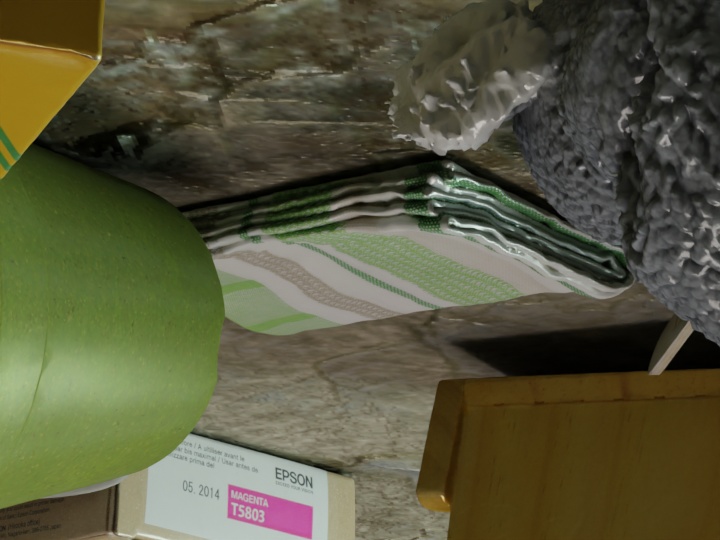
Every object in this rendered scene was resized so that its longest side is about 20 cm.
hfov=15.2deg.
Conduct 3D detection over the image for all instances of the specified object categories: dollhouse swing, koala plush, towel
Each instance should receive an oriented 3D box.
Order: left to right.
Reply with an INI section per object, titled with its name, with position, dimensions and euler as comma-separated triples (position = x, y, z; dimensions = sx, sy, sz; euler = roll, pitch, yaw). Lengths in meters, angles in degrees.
[towel]
position = 0.000, 0.000, 1.175
dimensions = 0.199, 0.031, 0.149
euler = -10, 158, 38
[dollhouse swing]
position = 0.146, 0.140, 1.312
dimensions = 0.199, 0.177, 0.182
euler = -4, 170, 30
[koala plush]
position = 0.105, -0.054, 0.776
dimensions = 0.177, 0.185, 0.200
euler = 11, 173, -23

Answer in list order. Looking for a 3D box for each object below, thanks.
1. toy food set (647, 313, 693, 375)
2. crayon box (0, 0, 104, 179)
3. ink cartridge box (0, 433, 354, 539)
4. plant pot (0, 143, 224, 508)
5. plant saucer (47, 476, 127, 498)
[toy food set]
position = 0.234, 0.025, 1.165
dimensions = 0.199, 0.061, 0.144
euler = 4, 163, -3
[crayon box]
position = -0.106, -0.095, 0.713
dimensions = 0.051, 0.128, 0.200
euler = 8, 163, -19
[ink cartridge box]
position = -0.127, 0.150, 1.614
dimensions = 0.164, 0.075, 0.200
euler = -14, 156, 41
[plant pot]
position = -0.154, 0.021, 1.043
dimensions = 0.199, 0.201, 0.190
euler = -9, 171, 33
[plant saucer]
position = -0.219, 0.078, 1.431
dimensions = 0.199, 0.050, 0.200
euler = 2, 164, 1
